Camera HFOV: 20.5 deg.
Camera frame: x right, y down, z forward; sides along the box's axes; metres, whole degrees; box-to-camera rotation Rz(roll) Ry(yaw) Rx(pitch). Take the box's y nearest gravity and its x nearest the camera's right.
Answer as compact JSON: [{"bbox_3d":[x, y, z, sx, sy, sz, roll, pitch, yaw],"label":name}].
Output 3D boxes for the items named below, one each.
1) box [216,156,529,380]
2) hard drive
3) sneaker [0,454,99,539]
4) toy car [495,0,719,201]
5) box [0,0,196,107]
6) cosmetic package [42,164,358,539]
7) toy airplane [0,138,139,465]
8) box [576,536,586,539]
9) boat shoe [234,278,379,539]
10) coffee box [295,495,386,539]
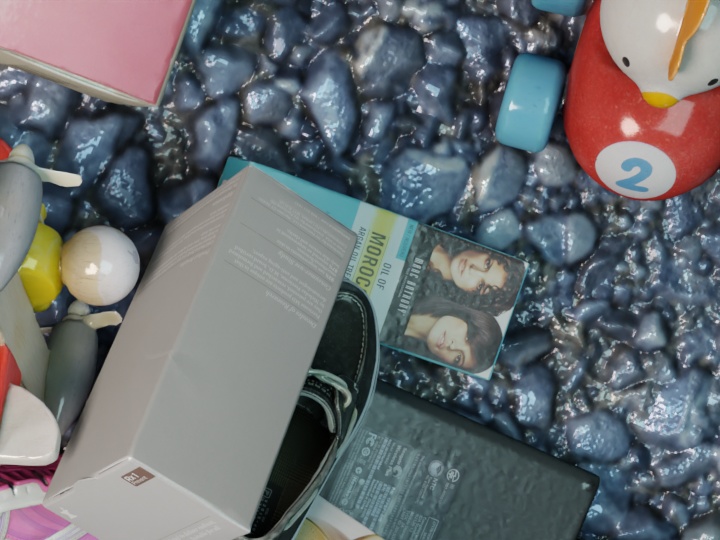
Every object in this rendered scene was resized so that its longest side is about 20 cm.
[{"bbox_3d":[0.000,0.000,1.243,0.200,0.049,0.082,19,90,-22],"label":"box"},{"bbox_3d":[0.044,0.160,1.284,0.200,0.033,0.140,25,87,-19],"label":"hard drive"},{"bbox_3d":[-0.189,0.157,1.173,0.200,0.081,0.088,-14,100,-18],"label":"sneaker"},{"bbox_3d":[0.184,-0.131,1.187,0.184,0.200,0.177,15,92,5],"label":"toy car"},{"bbox_3d":[-0.144,-0.203,1.120,0.109,0.128,0.200,19,89,-21],"label":"box"},{"bbox_3d":[-0.086,0.054,1.092,0.090,0.107,0.200,32,57,-22],"label":"cosmetic package"},{"bbox_3d":[-0.188,0.019,1.092,0.141,0.200,0.199,-16,103,-6],"label":"toy airplane"},{"bbox_3d":[0.202,0.292,1.327,0.200,0.107,0.149,32,85,-21],"label":"box"},{"bbox_3d":[-0.030,0.085,1.143,0.072,0.071,0.200,22,62,-6],"label":"boat shoe"},{"bbox_3d":[-0.080,0.221,1.164,0.113,0.080,0.200,34,68,1],"label":"coffee box"}]
